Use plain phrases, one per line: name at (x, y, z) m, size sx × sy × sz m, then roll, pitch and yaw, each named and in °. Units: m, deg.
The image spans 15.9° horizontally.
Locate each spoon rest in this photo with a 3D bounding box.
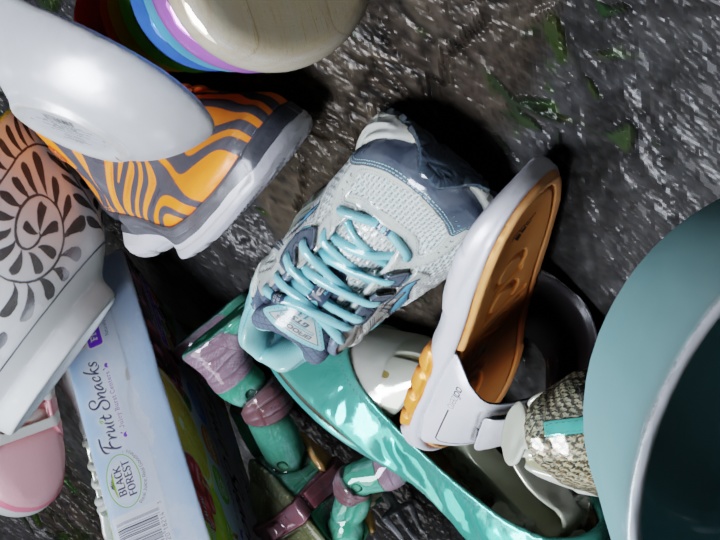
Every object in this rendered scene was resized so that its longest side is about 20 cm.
spoon rest at (-0.150, -0.096, 1.070) m, size 0.200 × 0.061 × 0.099 m, roll 18°, pitch 167°, yaw 17°

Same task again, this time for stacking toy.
stacking toy at (-0.070, -0.114, 1.045) m, size 0.085 × 0.085 × 0.200 m, roll 48°, pitch 162°, yaw -15°

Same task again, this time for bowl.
bowl at (-0.183, 0.019, 1.274) m, size 0.094 × 0.201 × 0.201 m, roll 36°, pitch 157°, yaw -1°
bowl at (0.154, 0.048, 0.865) m, size 0.201 × 0.201 × 0.105 m, roll 55°, pitch 173°, yaw -30°

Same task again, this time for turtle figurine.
turtle figurine at (-0.014, 0.104, 1.321) m, size 0.200 × 0.101 × 0.150 m, roll 50°, pitch 156°, yaw -7°

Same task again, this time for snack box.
snack box at (-0.096, 0.108, 1.350) m, size 0.142 × 0.053 × 0.200 m, roll 61°, pitch -173°, yaw -54°

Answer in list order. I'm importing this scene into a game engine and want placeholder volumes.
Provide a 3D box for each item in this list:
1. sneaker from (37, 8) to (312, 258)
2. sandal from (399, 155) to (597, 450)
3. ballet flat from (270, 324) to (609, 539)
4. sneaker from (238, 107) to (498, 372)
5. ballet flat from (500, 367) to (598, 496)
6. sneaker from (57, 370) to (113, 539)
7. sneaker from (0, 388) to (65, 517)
sneaker at (-0.101, -0.066, 1.168) m, size 0.112 × 0.078 × 0.200 m, roll 45°, pitch 157°, yaw -12°
sandal at (0.066, 0.032, 1.080) m, size 0.059 × 0.079 × 0.207 m, roll 38°, pitch 155°, yaw 15°
ballet flat at (0.043, 0.073, 1.220) m, size 0.200 × 0.067 × 0.070 m, roll 42°, pitch 131°, yaw 12°
sneaker at (0.000, 0.000, 1.115) m, size 0.078 × 0.086 × 0.200 m, roll 41°, pitch 157°, yaw -1°
ballet flat at (0.094, 0.063, 1.027) m, size 0.075 × 0.068 × 0.200 m, roll -6°, pitch 173°, yaw 10°
sneaker at (-0.129, 0.122, 1.548) m, size 0.200 × 0.080 × 0.070 m, roll 53°, pitch 156°, yaw -23°
sneaker at (-0.207, 0.044, 1.477) m, size 0.105 × 0.075 × 0.201 m, roll -13°, pitch 96°, yaw 56°
